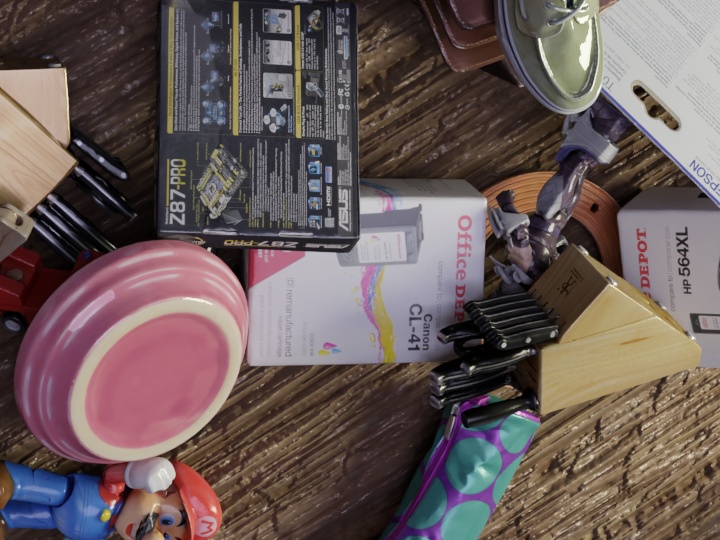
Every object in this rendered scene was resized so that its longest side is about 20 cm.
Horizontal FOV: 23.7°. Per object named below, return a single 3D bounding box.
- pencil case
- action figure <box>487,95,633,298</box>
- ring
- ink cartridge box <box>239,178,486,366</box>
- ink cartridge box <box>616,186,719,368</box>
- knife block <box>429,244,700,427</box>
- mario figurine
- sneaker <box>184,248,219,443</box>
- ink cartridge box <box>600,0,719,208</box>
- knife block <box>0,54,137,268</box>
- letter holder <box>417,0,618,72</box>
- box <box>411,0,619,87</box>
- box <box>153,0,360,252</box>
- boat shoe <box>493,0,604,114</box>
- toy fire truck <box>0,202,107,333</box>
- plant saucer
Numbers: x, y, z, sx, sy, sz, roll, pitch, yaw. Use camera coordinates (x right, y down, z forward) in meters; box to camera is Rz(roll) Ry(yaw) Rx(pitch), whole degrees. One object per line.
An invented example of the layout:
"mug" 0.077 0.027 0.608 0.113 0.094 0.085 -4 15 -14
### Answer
"pencil case" 0.077 0.197 1.522 0.092 0.085 0.201 23 97 -36
"action figure" 0.161 -0.050 1.448 0.069 0.130 0.201 28 90 21
"ring" 0.155 0.008 1.530 0.200 0.019 0.201 -5 106 -16
"ink cartridge box" 0.000 0.000 1.438 0.199 0.086 0.148 -1 104 -8
"ink cartridge box" 0.332 0.007 1.485 0.199 0.084 0.147 1 108 29
"knife block" 0.160 0.076 1.415 0.200 0.064 0.176 31 105 -39
"mario figurine" -0.214 0.207 1.423 0.199 0.123 0.106 3 79 -12
"sneaker" -0.145 0.051 1.436 0.087 0.076 0.201 13 106 -32
"ink cartridge box" 0.280 -0.184 1.446 0.196 0.043 0.200 43 71 -7
"knife block" -0.279 -0.078 1.355 0.199 0.064 0.176 -4 105 -16
"letter holder" 0.141 -0.231 1.240 0.199 0.101 0.143 -28 113 -6
"box" 0.103 -0.280 1.357 0.164 0.166 0.200 -41 112 -1
"box" -0.082 -0.117 1.358 0.161 0.049 0.201 2 76 -12
"boat shoe" 0.125 -0.193 1.160 0.072 0.062 0.201 -23 115 -8
"toy fire truck" -0.280 -0.014 1.332 0.199 0.049 0.141 8 140 12
"plant saucer" -0.168 0.073 1.335 0.200 0.051 0.201 -22 132 -26
